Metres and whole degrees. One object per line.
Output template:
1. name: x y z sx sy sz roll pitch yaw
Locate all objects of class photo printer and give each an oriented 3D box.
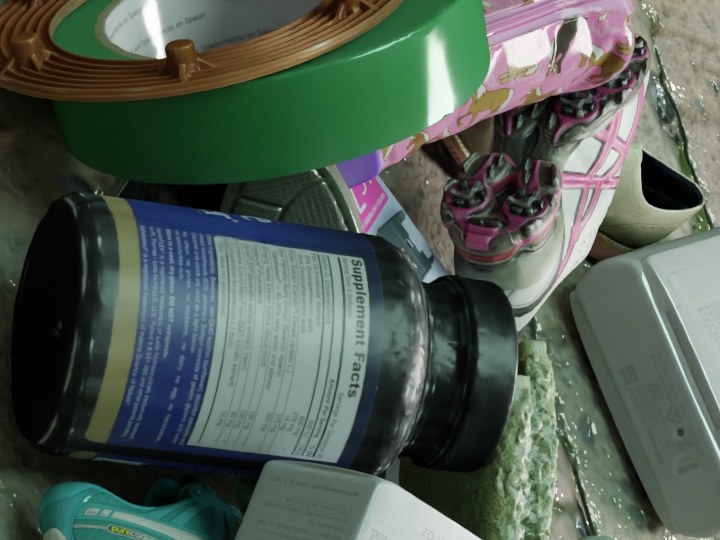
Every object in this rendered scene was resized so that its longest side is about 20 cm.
1. photo printer: 0.214 0.058 1.704 0.200 0.069 0.166 -16 81 -58

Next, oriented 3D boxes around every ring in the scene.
1. ring: -0.075 -0.123 1.304 0.200 0.200 0.019 -51 135 -55

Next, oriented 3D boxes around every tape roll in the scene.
1. tape roll: -0.043 -0.102 1.324 0.200 0.200 0.048 -51 136 -55

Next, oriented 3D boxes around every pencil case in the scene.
1. pencil case: 0.048 -0.107 1.475 0.200 0.087 0.083 -22 126 -39

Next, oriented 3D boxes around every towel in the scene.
1. towel: 0.050 0.136 1.317 0.036 0.148 0.200 8 79 -16

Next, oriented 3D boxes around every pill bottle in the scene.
1. pill bottle: -0.040 0.034 1.248 0.200 0.112 0.112 8 58 -20

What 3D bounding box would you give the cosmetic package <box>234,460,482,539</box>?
1. cosmetic package: -0.022 0.188 1.197 0.102 0.074 0.200 34 70 -42

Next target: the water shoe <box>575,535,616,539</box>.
1. water shoe: 0.082 0.203 1.198 0.072 0.079 0.200 46 62 -37

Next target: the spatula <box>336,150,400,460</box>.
1. spatula: 0.000 0.000 1.393 0.021 0.056 0.200 -156 -131 -79

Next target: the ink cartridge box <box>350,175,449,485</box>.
1. ink cartridge box: 0.021 0.045 1.467 0.200 0.042 0.119 56 33 -16

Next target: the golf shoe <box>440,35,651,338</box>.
1. golf shoe: 0.100 -0.051 1.566 0.200 0.073 0.092 -55 147 -38

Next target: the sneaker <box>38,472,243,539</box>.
1. sneaker: -0.060 0.123 1.268 0.200 0.077 0.080 10 50 -53

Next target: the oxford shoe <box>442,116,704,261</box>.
1. oxford shoe: 0.116 -0.070 1.647 0.200 0.074 0.071 26 49 -44

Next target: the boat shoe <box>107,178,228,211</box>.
1. boat shoe: -0.076 -0.044 1.372 0.069 0.057 0.200 50 35 -21

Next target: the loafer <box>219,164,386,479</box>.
1. loafer: -0.027 0.019 1.350 0.063 0.072 0.200 -89 172 -59
